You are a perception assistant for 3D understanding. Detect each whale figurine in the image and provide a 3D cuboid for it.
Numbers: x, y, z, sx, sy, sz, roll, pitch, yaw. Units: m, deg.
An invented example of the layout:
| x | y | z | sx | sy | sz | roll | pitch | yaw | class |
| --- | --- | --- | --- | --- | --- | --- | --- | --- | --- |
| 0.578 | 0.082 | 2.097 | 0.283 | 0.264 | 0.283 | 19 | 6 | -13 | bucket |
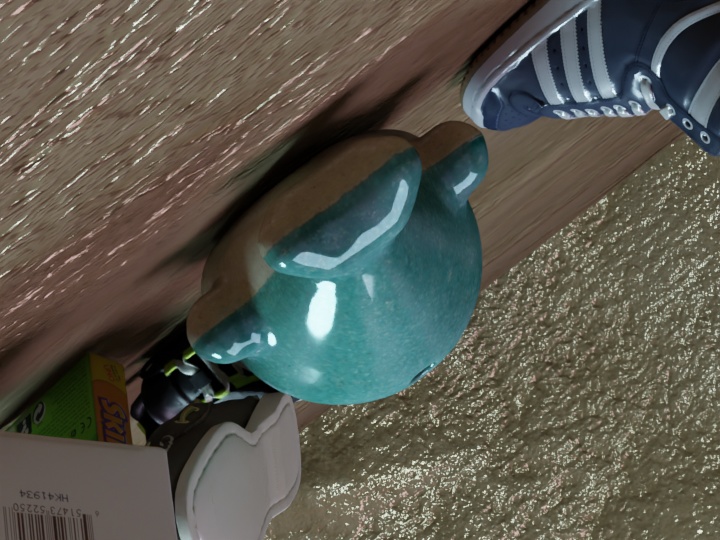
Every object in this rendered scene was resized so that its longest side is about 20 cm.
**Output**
| x | y | z | sx | sy | sz | roll | pitch | yaw | class |
| --- | --- | --- | --- | --- | --- | --- | --- | --- | --- |
| 0.000 | 0.000 | 1.069 | 0.159 | 0.104 | 0.200 | -35 | 175 | -8 | whale figurine |

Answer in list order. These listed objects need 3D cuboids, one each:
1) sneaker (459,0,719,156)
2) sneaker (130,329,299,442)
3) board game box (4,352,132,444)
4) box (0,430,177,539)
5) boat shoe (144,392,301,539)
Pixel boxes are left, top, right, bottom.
| x | y | z | sx | sy | sz | roll | pitch | yaw | class |
| --- | --- | --- | --- | --- | --- | --- | --- | --- | --- |
| 0.126 | -0.087 | 1.109 | 0.070 | 0.109 | 0.200 | -32 | 174 | -38 | sneaker |
| -0.074 | 0.060 | 1.317 | 0.083 | 0.072 | 0.200 | -33 | 174 | -25 | sneaker |
| -0.134 | 0.145 | 1.116 | 0.030 | 0.201 | 0.095 | 23 | 132 | -33 | board game box |
| -0.174 | 0.151 | 1.014 | 0.124 | 0.098 | 0.200 | 9 | 147 | -33 | box |
| -0.077 | 0.104 | 1.201 | 0.060 | 0.073 | 0.202 | -4 | -172 | 12 | boat shoe |
